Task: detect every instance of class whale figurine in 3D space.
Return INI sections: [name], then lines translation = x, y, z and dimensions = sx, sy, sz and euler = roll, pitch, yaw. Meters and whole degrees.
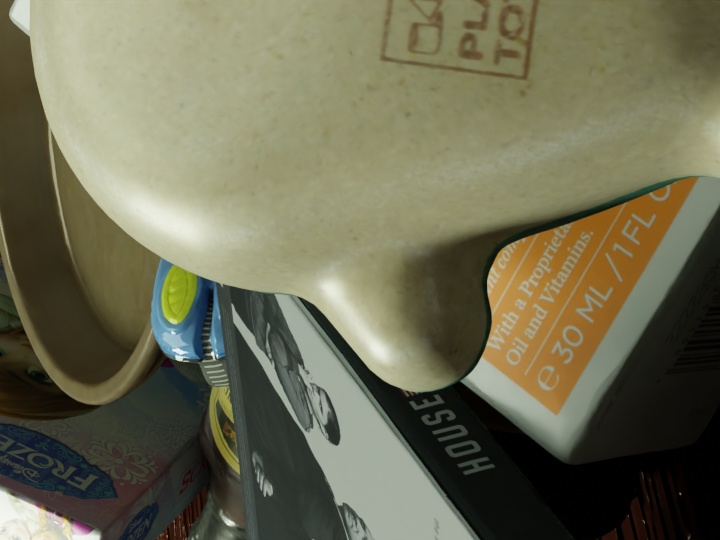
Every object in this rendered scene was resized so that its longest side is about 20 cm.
[whale figurine]
translation = 0.031, -0.052, 0.615
dimensions = 0.104, 0.200, 0.159
euler = 8, -90, -67

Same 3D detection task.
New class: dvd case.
[dvd case]
translation = 0.012, 0.084, 0.728
dimensions = 0.200, 0.025, 0.150
euler = -129, 28, -51

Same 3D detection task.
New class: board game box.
[board game box]
translation = -0.151, 0.040, 1.160
dimensions = 0.200, 0.200, 0.041
euler = -46, -25, -61

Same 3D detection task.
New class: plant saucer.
[plant saucer]
translation = -0.085, -0.055, 0.973
dimensions = 0.200, 0.029, 0.200
euler = 177, 90, -65

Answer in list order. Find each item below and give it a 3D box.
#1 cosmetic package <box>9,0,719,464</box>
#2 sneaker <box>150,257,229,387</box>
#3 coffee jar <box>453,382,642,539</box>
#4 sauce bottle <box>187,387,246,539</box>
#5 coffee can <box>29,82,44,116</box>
[cosmetic package]
translation = 0.018, -0.051, 0.720
dimensions = 0.200, 0.071, 0.102
euler = 38, 110, 26
[sneaker]
translation = 0.000, 0.000, 0.916
dimensions = 0.200, 0.071, 0.083
euler = -35, -54, -62
[coffee jar]
translation = 0.048, -0.024, 0.806
dimensions = 0.104, 0.085, 0.200
euler = -107, 26, -82
[sauce bottle]
translation = -0.023, 0.047, 1.089
dimensions = 0.066, 0.066, 0.200
euler = -99, 20, -47
[coffee can]
translation = -0.067, -0.108, 1.162
dimensions = 0.200, 0.146, 0.147
euler = -105, 27, -55
